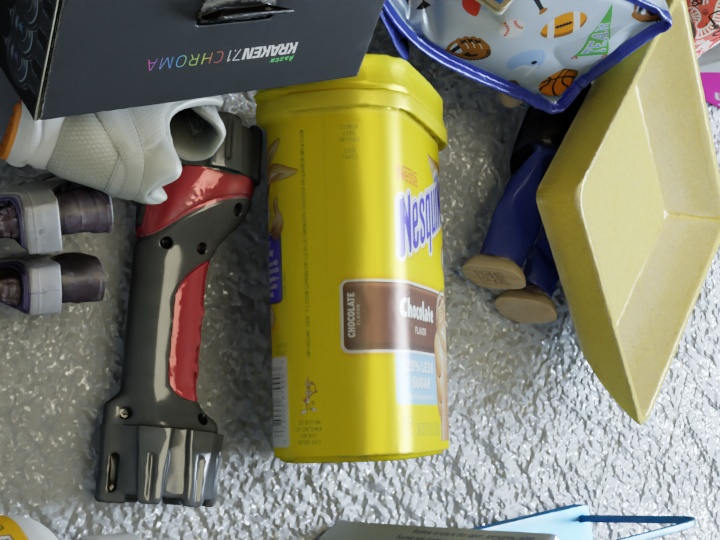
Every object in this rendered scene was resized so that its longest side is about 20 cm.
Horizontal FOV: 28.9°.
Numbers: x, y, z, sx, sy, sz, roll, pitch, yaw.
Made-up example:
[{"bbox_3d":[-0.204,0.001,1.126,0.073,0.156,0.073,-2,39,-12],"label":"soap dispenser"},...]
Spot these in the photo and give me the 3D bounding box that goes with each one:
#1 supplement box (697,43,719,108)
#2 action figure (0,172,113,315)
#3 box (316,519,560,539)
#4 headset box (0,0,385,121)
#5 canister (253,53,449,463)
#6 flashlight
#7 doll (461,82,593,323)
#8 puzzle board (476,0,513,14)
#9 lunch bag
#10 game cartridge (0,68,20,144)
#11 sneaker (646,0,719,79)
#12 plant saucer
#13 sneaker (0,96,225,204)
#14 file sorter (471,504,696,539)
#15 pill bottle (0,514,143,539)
[{"bbox_3d":[0.279,-0.230,1.003,0.101,0.103,0.203,15,72,-43],"label":"supplement box"},{"bbox_3d":[-0.211,0.003,0.631,0.198,0.069,0.132,-12,120,-37],"label":"action figure"},{"bbox_3d":[0.001,0.226,0.688,0.200,0.183,0.106,-38,105,-33],"label":"box"},{"bbox_3d":[-0.098,-0.166,0.636,0.173,0.093,0.201,-12,52,-35],"label":"headset box"},{"bbox_3d":[0.000,0.000,0.757,0.148,0.085,0.203,19,68,-74],"label":"canister"},{"bbox_3d":[-0.090,0.021,0.731,0.068,0.067,0.203,22,68,-65],"label":"flashlight"},{"bbox_3d":[0.123,-0.074,0.903,0.136,0.048,0.202,43,58,-38],"label":"doll"},{"bbox_3d":[0.070,-0.244,0.725,0.150,0.017,0.200,38,74,5],"label":"puzzle board"},{"bbox_3d":[0.061,-0.205,0.815,0.199,0.124,0.171,15,48,-39],"label":"lunch bag"},{"bbox_3d":[-0.233,-0.148,0.675,0.132,0.041,0.202,-24,96,-40],"label":"game cartridge"},{"bbox_3d":[0.180,-0.223,0.959,0.067,0.108,0.202,19,34,-59],"label":"sneaker"},{"bbox_3d":[0.172,-0.041,0.894,0.201,0.048,0.201,-58,139,-36],"label":"plant saucer"},{"bbox_3d":[-0.104,-0.096,0.696,0.091,0.076,0.201,28,40,-8],"label":"sneaker"},{"bbox_3d":[0.131,0.247,0.814,0.138,0.122,0.203,-5,84,-36],"label":"file sorter"},{"bbox_3d":[-0.187,0.166,0.607,0.198,0.112,0.114,0,82,-35],"label":"pill bottle"}]
